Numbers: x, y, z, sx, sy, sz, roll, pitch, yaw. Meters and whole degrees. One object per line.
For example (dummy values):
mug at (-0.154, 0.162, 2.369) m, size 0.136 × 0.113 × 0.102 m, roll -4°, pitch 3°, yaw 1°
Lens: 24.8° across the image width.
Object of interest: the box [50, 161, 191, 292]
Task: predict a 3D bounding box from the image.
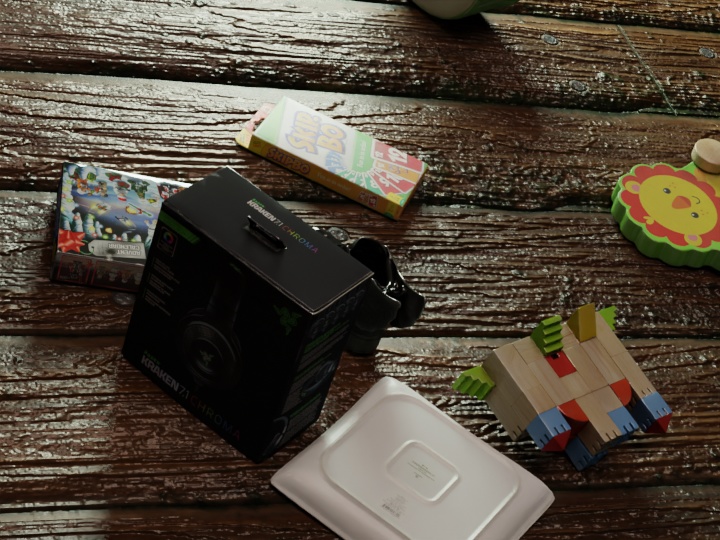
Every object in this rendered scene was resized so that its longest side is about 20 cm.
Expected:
box at (-0.198, -0.034, 1.594) m, size 0.199 × 0.040 × 0.137 m, roll 9°, pitch 41°, yaw -15°

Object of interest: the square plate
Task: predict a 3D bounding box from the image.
square plate at (0.053, 0.189, 1.457) m, size 0.200 × 0.029 × 0.198 m, roll 34°, pitch 40°, yaw 16°

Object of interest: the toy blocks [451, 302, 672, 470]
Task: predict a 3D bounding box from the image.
toy blocks at (0.206, 0.124, 1.565) m, size 0.199 × 0.100 × 0.137 m, roll -16°, pitch 63°, yaw -38°

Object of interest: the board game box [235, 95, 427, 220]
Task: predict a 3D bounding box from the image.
board game box at (-0.031, -0.128, 1.794) m, size 0.199 × 0.030 × 0.096 m, roll 24°, pitch 38°, yaw 7°

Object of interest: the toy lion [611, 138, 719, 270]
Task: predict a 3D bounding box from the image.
toy lion at (0.396, -0.059, 1.887) m, size 0.200 × 0.069 × 0.191 m, roll 40°, pitch 49°, yaw 21°

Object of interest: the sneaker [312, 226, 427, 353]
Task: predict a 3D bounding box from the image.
sneaker at (-0.003, 0.000, 1.591) m, size 0.060 × 0.104 × 0.200 m, roll -3°, pitch 44°, yaw -27°

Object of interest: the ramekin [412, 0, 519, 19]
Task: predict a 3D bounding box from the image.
ramekin at (0.124, -0.416, 2.072) m, size 0.098 × 0.200 × 0.200 m, roll -28°, pitch 59°, yaw -36°

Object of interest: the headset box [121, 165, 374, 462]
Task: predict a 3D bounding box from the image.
headset box at (-0.100, 0.033, 1.432) m, size 0.174 × 0.200 × 0.093 m, roll 37°, pitch 41°, yaw 18°
